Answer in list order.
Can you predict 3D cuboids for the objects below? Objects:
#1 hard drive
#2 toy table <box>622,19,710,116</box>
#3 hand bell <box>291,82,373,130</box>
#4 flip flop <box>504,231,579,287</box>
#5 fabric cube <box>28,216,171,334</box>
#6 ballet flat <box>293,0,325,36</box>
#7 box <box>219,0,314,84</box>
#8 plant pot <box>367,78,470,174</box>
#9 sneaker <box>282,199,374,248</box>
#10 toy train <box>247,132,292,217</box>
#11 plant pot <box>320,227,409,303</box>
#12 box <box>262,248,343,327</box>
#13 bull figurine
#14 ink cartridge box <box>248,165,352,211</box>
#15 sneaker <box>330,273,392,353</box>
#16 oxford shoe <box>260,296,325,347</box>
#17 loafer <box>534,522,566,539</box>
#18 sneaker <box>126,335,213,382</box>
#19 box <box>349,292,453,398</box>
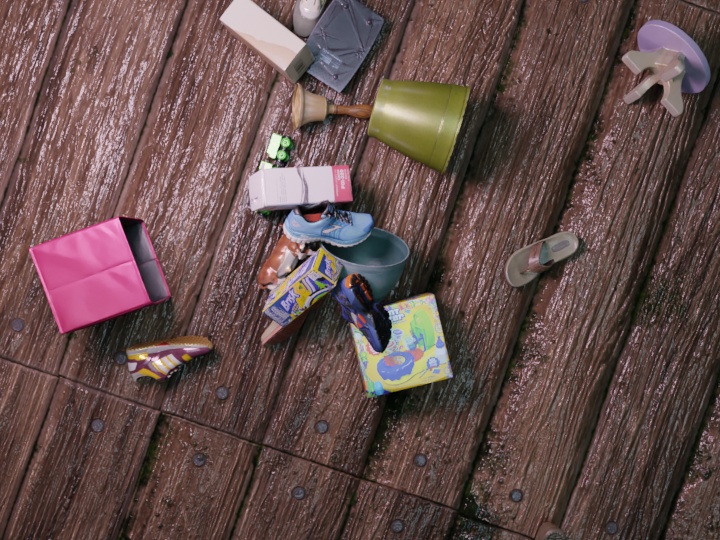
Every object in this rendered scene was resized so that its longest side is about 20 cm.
[{"bbox_3d":[-0.046,-0.524,1.637,0.135,0.042,0.200,32,91,-3],"label":"hard drive"},{"bbox_3d":[0.690,-0.457,1.619,0.200,0.184,0.117,41,72,5],"label":"toy table"},{"bbox_3d":[-0.052,-0.372,1.633,0.199,0.104,0.105,0,92,-15],"label":"hand bell"},{"bbox_3d":[0.427,-0.030,1.664,0.199,0.058,0.081,-27,93,-2],"label":"flip flop"},{"bbox_3d":[-0.560,0.009,1.551,0.199,0.196,0.201,-20,93,-2],"label":"fabric cube"},{"bbox_3d":[-0.103,-0.637,1.621,0.067,0.064,0.201,24,91,-3],"label":"ballet flat"},{"bbox_3d":[-0.207,-0.518,1.585,0.200,0.095,0.078,40,92,11],"label":"box"},{"bbox_3d":[0.123,-0.339,1.578,0.192,0.200,0.201,17,91,1],"label":"plant pot"},{"bbox_3d":[-0.061,-0.104,1.511,0.199,0.090,0.079,-3,51,-21],"label":"sneaker"},{"bbox_3d":[-0.211,-0.222,1.640,0.056,0.042,0.201,19,91,7],"label":"toy train"},{"bbox_3d":[0.000,0.000,1.593,0.199,0.201,0.135,9,118,-3],"label":"plant pot"},{"bbox_3d":[-0.125,0.039,1.514,0.064,0.070,0.200,37,132,-18],"label":"box"},{"bbox_3d":[-0.163,-0.034,1.621,0.065,0.121,0.201,21,101,-46],"label":"bull figurine"},{"bbox_3d":[-0.135,-0.180,1.565,0.199,0.146,0.085,-7,93,-20],"label":"ink cartridge box"},{"bbox_3d":[0.004,0.093,1.516,0.078,0.075,0.200,-11,117,36],"label":"sneaker"},{"bbox_3d":[-0.165,0.093,1.646,0.200,0.071,0.074,-45,67,0],"label":"oxford shoe"},{"bbox_3d":[0.439,0.687,1.682,0.076,0.067,0.201,16,106,0],"label":"loafer"},{"bbox_3d":[-0.433,0.206,1.630,0.199,0.075,0.091,-6,100,4],"label":"sneaker"},{"bbox_3d":[0.086,0.166,1.623,0.199,0.122,0.193,-14,91,-2],"label":"box"}]
